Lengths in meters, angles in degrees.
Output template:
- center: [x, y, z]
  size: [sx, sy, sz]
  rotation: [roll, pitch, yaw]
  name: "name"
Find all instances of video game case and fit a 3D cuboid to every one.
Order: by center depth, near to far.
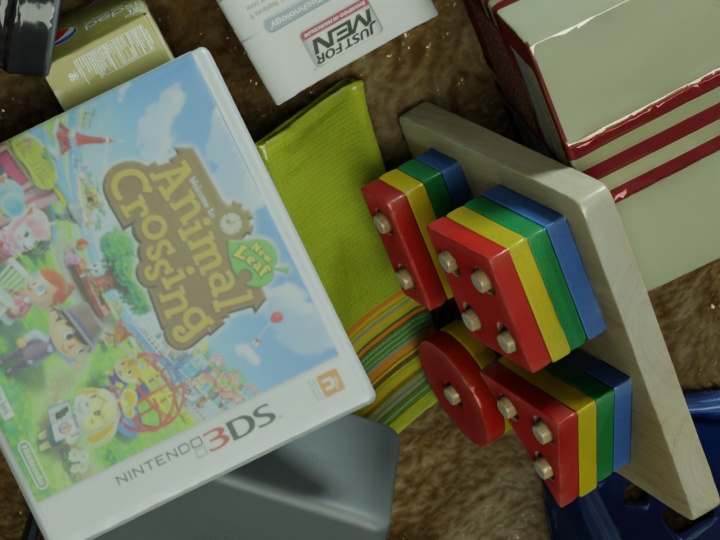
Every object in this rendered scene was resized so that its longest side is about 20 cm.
- center: [-0.116, 0.015, 1.196]
  size: [0.182, 0.022, 0.200]
  rotation: [-26, 90, -2]
  name: "video game case"

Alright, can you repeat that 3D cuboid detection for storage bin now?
- center: [-0.072, 0.128, 1.292]
  size: [0.200, 0.146, 0.134]
  rotation: [19, 127, -7]
  name: "storage bin"

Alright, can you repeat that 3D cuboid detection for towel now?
- center: [0.000, 0.000, 1.313]
  size: [0.086, 0.018, 0.200]
  rotation: [-41, 123, -40]
  name: "towel"

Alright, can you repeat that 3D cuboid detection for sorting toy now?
- center: [0.083, 0.030, 1.265]
  size: [0.070, 0.200, 0.199]
  rotation: [-30, 117, -16]
  name: "sorting toy"

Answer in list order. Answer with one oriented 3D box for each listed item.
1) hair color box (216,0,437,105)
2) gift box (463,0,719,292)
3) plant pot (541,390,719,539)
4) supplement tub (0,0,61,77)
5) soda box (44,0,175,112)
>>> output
- center: [-0.051, -0.198, 1.221]
  size: [0.099, 0.061, 0.200]
  rotation: [-29, 115, 0]
  name: "hair color box"
- center: [0.180, -0.102, 1.244]
  size: [0.187, 0.200, 0.185]
  rotation: [-26, 121, -3]
  name: "gift box"
- center: [0.216, 0.197, 1.381]
  size: [0.200, 0.200, 0.180]
  rotation: [-4, 120, -11]
  name: "plant pot"
- center: [-0.245, -0.145, 1.157]
  size: [0.200, 0.107, 0.107]
  rotation: [9, 110, -6]
  name: "supplement tub"
- center: [-0.101, -0.051, 1.267]
  size: [0.064, 0.068, 0.200]
  rotation: [-27, 116, -1]
  name: "soda box"
